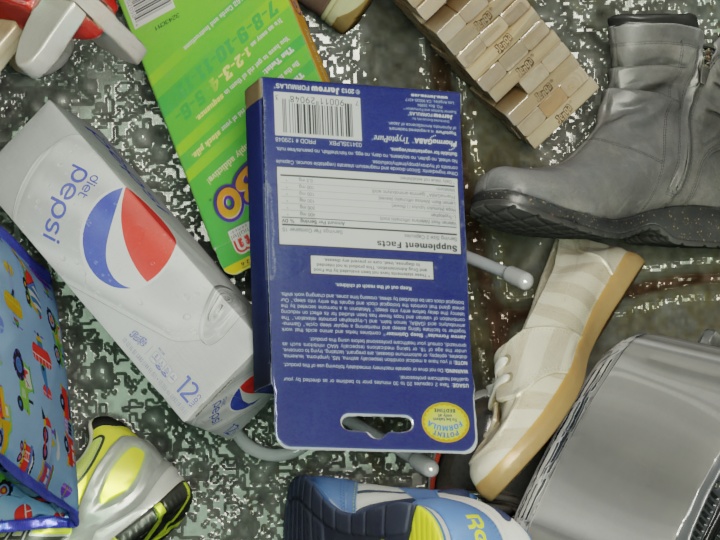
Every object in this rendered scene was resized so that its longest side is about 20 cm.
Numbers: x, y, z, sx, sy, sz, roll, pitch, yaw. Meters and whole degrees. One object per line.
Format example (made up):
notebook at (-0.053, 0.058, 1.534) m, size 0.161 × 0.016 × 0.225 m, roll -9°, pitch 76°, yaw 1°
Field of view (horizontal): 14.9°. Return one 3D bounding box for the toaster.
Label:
toaster at (0.172, 0.129, 1.511) m, size 0.114 × 0.129 × 0.201 m, roll 39°, pitch 76°, yaw -45°

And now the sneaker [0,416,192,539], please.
sneaker at (-0.192, 0.164, 1.575) m, size 0.200 × 0.075 × 0.077 m, roll -37°, pitch 76°, yaw -8°

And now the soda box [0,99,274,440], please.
soda box at (-0.123, -0.001, 1.535) m, size 0.063 × 0.068 × 0.200 m, roll -44°, pitch 67°, yaw 6°

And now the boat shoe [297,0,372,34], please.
boat shoe at (0.019, -0.235, 1.579) m, size 0.065 × 0.073 × 0.201 m, roll 30°, pitch 89°, yaw -6°

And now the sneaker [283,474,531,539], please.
sneaker at (0.021, 0.153, 1.526) m, size 0.082 × 0.200 × 0.075 m, roll -2°, pitch 94°, yaw -29°

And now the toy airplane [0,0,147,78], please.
toy airplane at (-0.190, -0.153, 1.538) m, size 0.199 × 0.141 × 0.200 m, roll -18°, pitch 58°, yaw 11°

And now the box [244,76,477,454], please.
box at (0.000, 0.000, 1.481) m, size 0.120 × 0.032 × 0.202 m, roll 3°, pitch 75°, yaw -23°

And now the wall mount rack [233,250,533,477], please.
wall mount rack at (0.001, 0.026, 1.561) m, size 0.173 × 0.075 × 0.201 m, roll 26°, pitch 89°, yaw 15°

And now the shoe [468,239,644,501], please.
shoe at (0.099, 0.051, 1.546) m, size 0.053 × 0.070 × 0.200 m, roll 33°, pitch 47°, yaw 1°

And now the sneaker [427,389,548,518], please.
sneaker at (0.072, 0.168, 1.571) m, size 0.076 × 0.082 × 0.202 m, roll 8°, pitch 89°, yaw -2°

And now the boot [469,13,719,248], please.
boot at (0.140, -0.082, 1.554) m, size 0.199 × 0.070 × 0.133 m, roll 4°, pitch 90°, yaw -44°

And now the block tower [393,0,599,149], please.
block tower at (0.050, -0.157, 1.546) m, size 0.058 × 0.054 × 0.200 m, roll -43°, pitch 122°, yaw -3°

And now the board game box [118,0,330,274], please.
board game box at (-0.067, -0.103, 1.558) m, size 0.095 × 0.030 × 0.201 m, roll -26°, pitch 70°, yaw 14°

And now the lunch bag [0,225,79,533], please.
lunch bag at (-0.210, 0.046, 1.468) m, size 0.093 × 0.200 × 0.152 m, roll -8°, pitch 70°, yaw -3°
